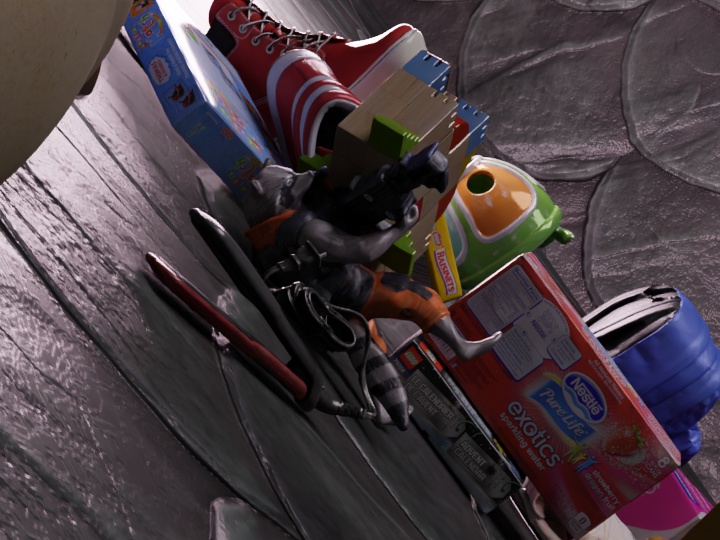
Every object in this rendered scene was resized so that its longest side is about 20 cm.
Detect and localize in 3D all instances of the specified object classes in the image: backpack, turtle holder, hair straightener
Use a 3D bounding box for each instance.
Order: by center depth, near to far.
[{"bbox_3d":[-0.039,0.024,1.324,0.200,0.077,0.041,46,-5,-40],"label":"hair straightener"},{"bbox_3d":[0.258,0.117,2.217,0.168,0.200,0.163,51,7,-15],"label":"backpack"},{"bbox_3d":[0.138,-0.055,2.482,0.132,0.141,0.186,51,9,-6],"label":"turtle holder"}]

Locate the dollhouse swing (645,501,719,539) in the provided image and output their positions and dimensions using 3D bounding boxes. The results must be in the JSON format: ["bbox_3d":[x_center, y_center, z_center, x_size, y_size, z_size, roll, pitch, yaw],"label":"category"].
[{"bbox_3d":[0.314,0.279,1.742,0.200,0.176,0.182,55,9,32],"label":"dollhouse swing"}]

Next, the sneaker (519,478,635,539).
[{"bbox_3d":[0.166,0.173,1.884,0.100,0.075,0.200,47,10,-43],"label":"sneaker"}]

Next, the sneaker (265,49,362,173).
[{"bbox_3d":[-0.011,-0.060,1.726,0.112,0.071,0.200,47,-20,59],"label":"sneaker"}]

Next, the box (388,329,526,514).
[{"bbox_3d":[0.078,0.108,1.785,0.137,0.040,0.200,53,8,1],"label":"box"}]

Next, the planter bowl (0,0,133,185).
[{"bbox_3d":[-0.176,-0.075,0.656,0.200,0.200,0.135,49,36,-28],"label":"planter bowl"}]

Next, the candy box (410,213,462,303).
[{"bbox_3d":[0.025,-0.039,1.833,0.200,0.026,0.102,-155,-133,-69],"label":"candy box"}]

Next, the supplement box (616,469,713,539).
[{"bbox_3d":[0.298,0.267,2.160,0.200,0.103,0.101,43,14,-46],"label":"supplement box"}]

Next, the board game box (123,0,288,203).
[{"bbox_3d":[-0.114,-0.129,1.703,0.151,0.037,0.200,48,9,-43],"label":"board game box"}]

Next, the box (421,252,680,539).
[{"bbox_3d":[0.147,0.093,1.743,0.200,0.100,0.095,53,8,4],"label":"box"}]

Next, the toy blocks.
[{"bbox_3d":[0.034,-0.074,1.614,0.100,0.137,0.200,32,-38,18],"label":"toy blocks"}]

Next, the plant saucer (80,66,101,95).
[{"bbox_3d":[-0.219,-0.196,1.416,0.200,0.032,0.200,52,7,-9],"label":"plant saucer"}]

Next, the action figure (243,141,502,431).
[{"bbox_3d":[0.000,0.000,1.512,0.193,0.105,0.200,46,-35,-1],"label":"action figure"}]

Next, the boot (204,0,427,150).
[{"bbox_3d":[-0.047,-0.178,1.807,0.072,0.200,0.144,-36,95,-45],"label":"boot"}]
